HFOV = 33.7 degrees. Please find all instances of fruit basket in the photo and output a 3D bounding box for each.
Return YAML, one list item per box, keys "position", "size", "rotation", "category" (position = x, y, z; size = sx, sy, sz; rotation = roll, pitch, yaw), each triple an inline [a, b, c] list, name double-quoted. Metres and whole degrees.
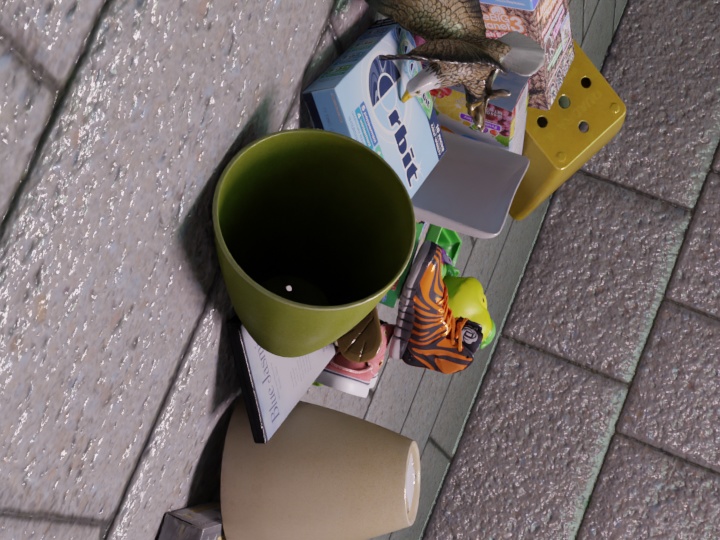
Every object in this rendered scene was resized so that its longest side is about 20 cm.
- position: [0.121, 0.016, 1.745]
  size: [0.216, 0.213, 0.158]
  rotation: [39, 72, -75]
  category: "fruit basket"

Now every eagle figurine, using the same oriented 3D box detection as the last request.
- position: [0.093, -0.237, 1.274]
  size: [0.152, 0.150, 0.200]
  rotation: [-62, 144, -14]
  category: "eagle figurine"

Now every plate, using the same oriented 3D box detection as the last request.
- position: [0.090, -0.109, 1.424]
  size: [0.201, 0.197, 0.033]
  rotation: [-59, 164, -53]
  category: "plate"

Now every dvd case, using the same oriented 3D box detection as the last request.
- position: [-0.083, 0.077, 1.319]
  size: [0.200, 0.017, 0.145]
  rotation: [-50, 134, -56]
  category: "dvd case"

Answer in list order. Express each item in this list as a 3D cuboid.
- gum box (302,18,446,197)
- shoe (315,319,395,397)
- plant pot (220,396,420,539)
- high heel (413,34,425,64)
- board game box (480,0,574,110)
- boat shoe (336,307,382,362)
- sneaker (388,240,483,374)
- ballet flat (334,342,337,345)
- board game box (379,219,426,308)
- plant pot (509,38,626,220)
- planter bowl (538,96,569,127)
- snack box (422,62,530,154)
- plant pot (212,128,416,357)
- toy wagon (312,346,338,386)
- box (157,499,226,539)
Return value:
- position: [0.022, -0.160, 1.301]
  size: [0.200, 0.044, 0.172]
  rotation: [-53, 131, -50]
  category: "gum box"
- position: [-0.005, 0.102, 1.503]
  size: [0.200, 0.070, 0.092]
  rotation: [4, 105, -81]
  category: "shoe"
- position: [-0.036, 0.236, 1.350]
  size: [0.187, 0.196, 0.191]
  rotation: [1, 90, -76]
  category: "plant pot"
- position: [0.037, -0.242, 1.412]
  size: [0.096, 0.067, 0.202]
  rotation: [43, 68, -44]
  category: "high heel"
- position: [0.172, -0.316, 1.494]
  size: [0.098, 0.157, 0.201]
  rotation: [-62, 152, -24]
  category: "board game box"
- position: [-0.016, 0.011, 1.404]
  size: [0.065, 0.072, 0.204]
  rotation: [121, -35, -77]
  category: "boat shoe"
- position: [0.105, 0.051, 1.482]
  size: [0.202, 0.110, 0.078]
  rotation: [99, 13, -48]
  category: "sneaker"
- position: [0.000, 0.000, 1.479]
  size: [0.067, 0.056, 0.202]
  rotation: [121, -9, -71]
  category: "ballet flat"
- position: [0.066, -0.045, 1.522]
  size: [0.200, 0.029, 0.136]
  rotation: [-57, 168, -72]
  category: "board game box"
- position: [0.254, -0.218, 1.662]
  size: [0.199, 0.201, 0.176]
  rotation: [-41, -177, -11]
  category: "plant pot"
- position: [0.217, -0.238, 1.831]
  size: [0.133, 0.199, 0.203]
  rotation: [-14, 128, -41]
  category: "planter bowl"
- position: [0.129, -0.195, 1.546]
  size: [0.068, 0.167, 0.201]
  rotation: [-60, 163, -24]
  category: "snack box"
- position: [-0.059, -0.001, 1.146]
  size: [0.189, 0.185, 0.201]
  rotation: [-61, 176, -31]
  category: "plant pot"
- position: [-0.036, 0.072, 1.555]
  size: [0.201, 0.039, 0.157]
  rotation: [83, 31, -62]
  category: "toy wagon"
- position: [-0.188, 0.346, 1.335]
  size: [0.200, 0.048, 0.161]
  rotation: [22, 87, -76]
  category: "box"
